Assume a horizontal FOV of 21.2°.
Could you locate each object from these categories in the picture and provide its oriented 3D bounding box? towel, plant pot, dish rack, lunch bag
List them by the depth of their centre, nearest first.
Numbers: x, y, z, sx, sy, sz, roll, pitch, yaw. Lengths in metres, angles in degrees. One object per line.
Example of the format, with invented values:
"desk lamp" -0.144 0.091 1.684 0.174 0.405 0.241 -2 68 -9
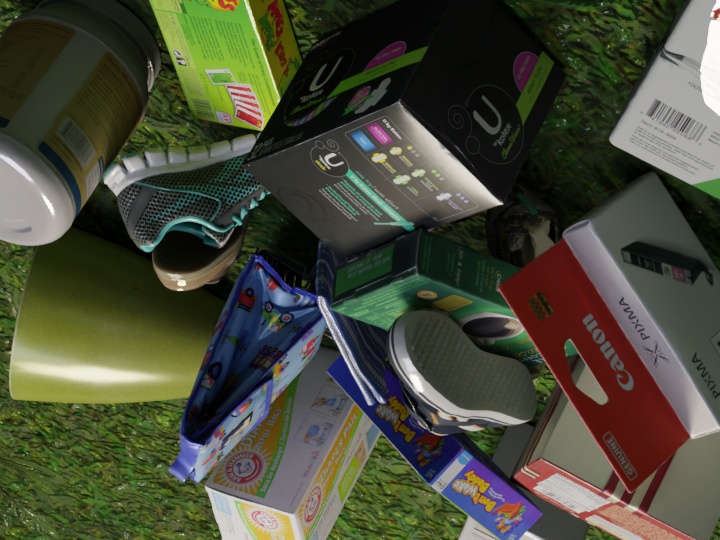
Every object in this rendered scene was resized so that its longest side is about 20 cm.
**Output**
"towel" 0.000 0.000 1.674 0.024 0.200 0.145 -13 131 17
"lunch bag" -0.120 0.106 1.790 0.094 0.200 0.151 32 163 4
"dish rack" -0.012 0.034 1.833 0.200 0.055 0.153 30 161 6
"plant pot" -0.238 0.060 1.976 0.200 0.187 0.187 11 147 0

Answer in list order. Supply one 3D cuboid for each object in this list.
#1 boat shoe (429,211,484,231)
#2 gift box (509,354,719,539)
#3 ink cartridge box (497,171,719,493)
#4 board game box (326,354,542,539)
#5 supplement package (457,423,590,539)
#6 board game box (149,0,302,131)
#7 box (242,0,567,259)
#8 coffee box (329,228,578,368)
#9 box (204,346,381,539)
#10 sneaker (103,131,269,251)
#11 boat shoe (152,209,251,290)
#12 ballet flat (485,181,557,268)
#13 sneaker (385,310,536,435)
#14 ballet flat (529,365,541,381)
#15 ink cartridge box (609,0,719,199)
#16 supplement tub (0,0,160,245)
"boat shoe" 0.080 -0.074 1.623 0.061 0.072 0.201 41 154 -16
"gift box" 0.240 0.127 1.678 0.184 0.187 0.200 29 167 -4
"ink cartridge box" 0.224 0.047 1.527 0.200 0.174 0.044 57 143 -3
"board game box" 0.066 0.156 1.759 0.134 0.045 0.200 41 -178 -39
"supplement package" 0.169 0.263 1.975 0.117 0.117 0.200 25 147 7
"board game box" -0.113 -0.204 1.609 0.101 0.048 0.200 12 144 24
"box" 0.034 -0.119 1.519 0.124 0.149 0.200 43 144 -23
"coffee box" 0.089 0.028 1.578 0.200 0.044 0.123 20 154 -30
"box" -0.063 0.186 1.968 0.101 0.200 0.113 15 145 21
"sneaker" -0.119 -0.065 1.681 0.200 0.091 0.078 -11 170 -12
"boat shoe" -0.138 -0.018 1.747 0.071 0.200 0.065 10 114 10
"ballet flat" 0.149 0.015 1.669 0.072 0.072 0.200 12 137 25
"sneaker" 0.064 0.091 1.575 0.079 0.079 0.200 -14 153 31
"ballet flat" 0.133 0.076 1.795 0.068 0.068 0.200 4 142 13
"ink cartridge box" 0.283 -0.139 1.362 0.146 0.083 0.200 28 148 2
"supplement tub" -0.274 -0.137 1.682 0.145 0.200 0.145 20 146 14
